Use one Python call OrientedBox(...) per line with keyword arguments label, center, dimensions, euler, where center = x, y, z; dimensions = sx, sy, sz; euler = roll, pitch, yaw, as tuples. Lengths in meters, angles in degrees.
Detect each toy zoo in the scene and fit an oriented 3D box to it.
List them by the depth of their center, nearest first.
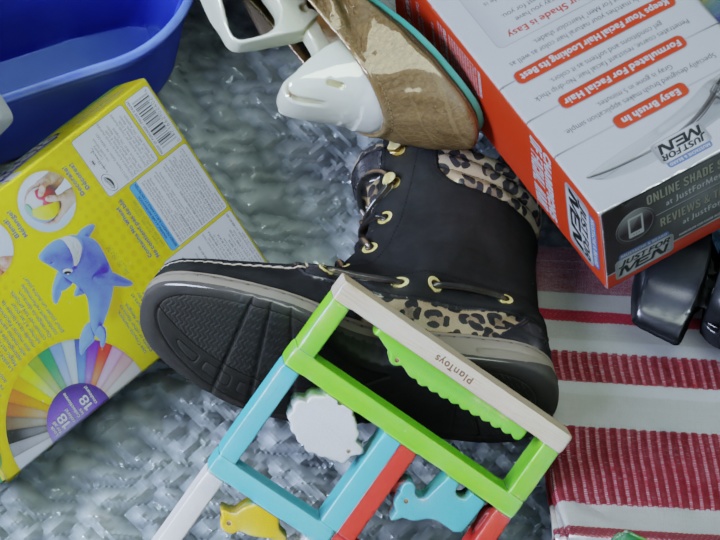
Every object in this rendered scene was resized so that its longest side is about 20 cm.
OrientedBox(label="toy zoo", center=(-0.013, 0.119, 1.336), dimensions=(0.131, 0.020, 0.200), euler=(34, 97, -11))

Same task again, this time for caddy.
OrientedBox(label="caddy", center=(-0.177, -0.139, 1.454), dimensions=(0.199, 0.105, 0.142), euler=(-20, 69, -15))

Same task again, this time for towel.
OrientedBox(label="towel", center=(0.156, 0.064, 1.402), dimensions=(0.143, 0.023, 0.200), euler=(3, 42, -4))

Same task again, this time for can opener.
OrientedBox(label="can opener", center=(0.196, -0.034, 1.444), dimensions=(0.078, 0.063, 0.200), euler=(28, 48, 1))

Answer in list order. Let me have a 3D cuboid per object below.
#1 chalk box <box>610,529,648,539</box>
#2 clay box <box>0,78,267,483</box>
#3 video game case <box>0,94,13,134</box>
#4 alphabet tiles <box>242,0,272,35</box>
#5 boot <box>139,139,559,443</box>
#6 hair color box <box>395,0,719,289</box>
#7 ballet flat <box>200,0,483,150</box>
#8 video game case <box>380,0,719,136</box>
OrientedBox(label="chalk box", center=(0.132, 0.209, 1.310), dimensions=(0.199, 0.124, 0.125), euler=(24, 63, 5))
OrientedBox(label="clay box", center=(-0.153, 0.012, 1.391), dimensions=(0.200, 0.048, 0.115), euler=(-39, 104, -21))
OrientedBox(label="video game case", center=(-0.274, -0.091, 1.400), dimensions=(0.023, 0.182, 0.200), euler=(-1, 52, -58))
OrientedBox(label="alphabet tiles", center=(0.003, -0.214, 1.509), dimensions=(0.200, 0.008, 0.168), euler=(-37, 113, -21))
OrientedBox(label="boot", center=(0.000, 0.000, 1.402), dimensions=(0.199, 0.073, 0.151), euler=(10, 42, -2))
OrientedBox(label="hair color box", center=(0.110, -0.098, 1.406), dimensions=(0.111, 0.064, 0.200), euler=(-27, 54, -12))
OrientedBox(label="ballet flat", center=(-0.029, -0.119, 1.416), dimensions=(0.072, 0.068, 0.200), euler=(-37, 81, -26))
OrientedBox(label="video game case", center=(0.136, -0.134, 1.493), dimensions=(0.200, 0.046, 0.181), euler=(-41, 57, -19))
